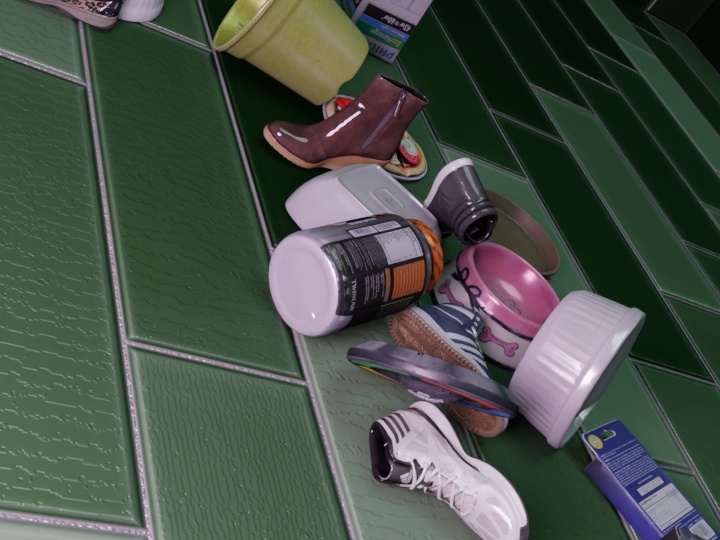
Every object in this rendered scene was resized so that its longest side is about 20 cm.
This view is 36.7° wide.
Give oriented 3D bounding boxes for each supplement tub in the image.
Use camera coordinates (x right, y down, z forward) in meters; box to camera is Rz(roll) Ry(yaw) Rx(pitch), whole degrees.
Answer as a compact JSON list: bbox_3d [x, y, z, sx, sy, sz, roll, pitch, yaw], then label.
[{"bbox_3d":[0.000,0.000,1.282,0.199,0.123,0.123,-14,57,-46],"label":"supplement tub"}]

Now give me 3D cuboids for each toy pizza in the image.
[{"bbox_3d":[0.029,-0.220,1.737,0.199,0.032,0.201,28,31,-18],"label":"toy pizza"}]

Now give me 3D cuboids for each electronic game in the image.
[{"bbox_3d":[0.079,0.123,1.199,0.199,0.042,0.200,20,-9,3],"label":"electronic game"}]

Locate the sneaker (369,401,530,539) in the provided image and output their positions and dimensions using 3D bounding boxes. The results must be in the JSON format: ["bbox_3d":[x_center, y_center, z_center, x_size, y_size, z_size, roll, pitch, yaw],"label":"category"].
[{"bbox_3d":[0.079,0.229,1.140,0.115,0.076,0.201,-10,46,-44],"label":"sneaker"}]

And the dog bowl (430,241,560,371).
[{"bbox_3d":[0.198,0.042,1.514,0.199,0.074,0.201,27,30,-18],"label":"dog bowl"}]

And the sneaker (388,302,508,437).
[{"bbox_3d":[0.132,0.114,1.344,0.108,0.070,0.200,-8,50,-50],"label":"sneaker"}]

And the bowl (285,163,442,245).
[{"bbox_3d":[0.018,-0.070,1.475,0.200,0.075,0.199,43,29,12],"label":"bowl"}]

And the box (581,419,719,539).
[{"bbox_3d":[0.365,0.286,1.397,0.121,0.032,0.200,-7,53,-52],"label":"box"}]

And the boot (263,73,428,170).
[{"bbox_3d":[-0.021,-0.217,1.540,0.199,0.167,0.073,17,35,-33],"label":"boot"}]

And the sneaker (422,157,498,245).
[{"bbox_3d":[0.137,-0.066,1.527,0.070,0.200,0.100,-18,69,-14],"label":"sneaker"}]

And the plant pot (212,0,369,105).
[{"bbox_3d":[-0.093,-0.361,1.667,0.184,0.200,0.201,37,27,-24],"label":"plant pot"}]

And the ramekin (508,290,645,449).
[{"bbox_3d":[0.267,0.117,1.373,0.094,0.203,0.202,33,27,18],"label":"ramekin"}]

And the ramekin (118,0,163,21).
[{"bbox_3d":[-0.361,-0.464,1.583,0.200,0.098,0.201,28,30,-18],"label":"ramekin"}]

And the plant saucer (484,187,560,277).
[{"bbox_3d":[0.234,-0.058,1.740,0.199,0.030,0.201,28,30,-18],"label":"plant saucer"}]

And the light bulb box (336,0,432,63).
[{"bbox_3d":[0.044,-0.535,2.024,0.124,0.200,0.199,19,34,-26],"label":"light bulb box"}]

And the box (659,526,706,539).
[{"bbox_3d":[0.356,0.378,1.125,0.199,0.164,0.086,27,31,-17],"label":"box"}]

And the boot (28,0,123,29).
[{"bbox_3d":[-0.390,-0.425,1.437,0.203,0.154,0.074,20,33,-29],"label":"boot"}]
